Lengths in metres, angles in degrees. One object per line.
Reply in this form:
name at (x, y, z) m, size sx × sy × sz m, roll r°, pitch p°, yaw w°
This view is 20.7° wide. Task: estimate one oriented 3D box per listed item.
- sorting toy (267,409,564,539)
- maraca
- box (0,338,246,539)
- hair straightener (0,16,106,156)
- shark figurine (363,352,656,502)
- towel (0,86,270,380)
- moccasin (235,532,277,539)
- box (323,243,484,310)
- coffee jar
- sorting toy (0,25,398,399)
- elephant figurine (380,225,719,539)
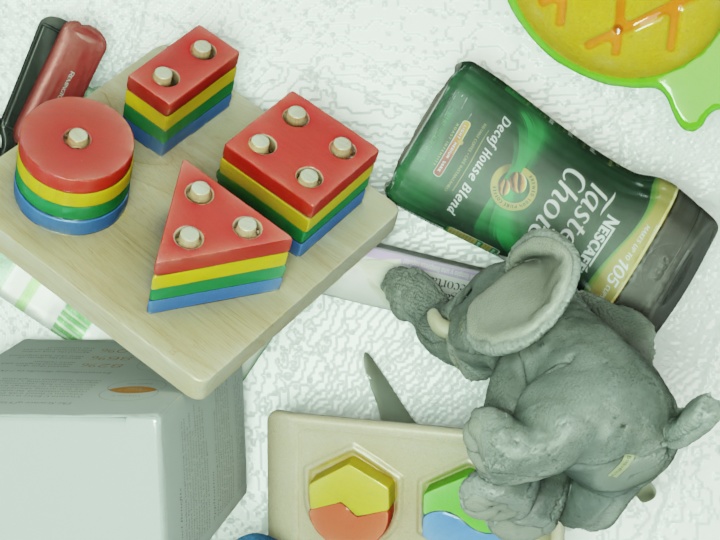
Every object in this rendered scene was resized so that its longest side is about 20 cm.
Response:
sorting toy at (0.030, 0.186, 1.238) m, size 0.199 × 0.036 × 0.186 m, roll 6°, pitch 106°, yaw 19°
maraca at (0.180, -0.176, 1.236) m, size 0.200 × 0.107 × 0.137 m, roll 35°, pitch 100°, yaw 1°
box at (-0.165, 0.113, 1.198) m, size 0.151 × 0.200 × 0.107 m, roll 0°, pitch 101°, yaw 11°
hair straightener at (-0.228, -0.071, 1.282) m, size 0.041 × 0.077 × 0.201 m, roll 19°, pitch 92°, yaw -36°
shark figurine at (0.115, 0.092, 1.276) m, size 0.213 × 0.128 × 0.090 m, roll -5°, pitch 58°, yaw 27°
towel at (-0.141, -0.008, 1.296) m, size 0.200 × 0.023 × 0.153 m, roll 34°, pitch 93°, yaw 1°
moccasin at (-0.011, 0.246, 1.215) m, size 0.200 × 0.080 × 0.068 m, roll 40°, pitch 97°, yaw 16°
box at (0.000, 0.000, 1.264) m, size 0.199 × 0.041 × 0.039 m, roll 13°, pitch 97°, yaw -9°
coffee jar at (0.123, -0.041, 1.253) m, size 0.199 × 0.085 × 0.105 m, roll 31°, pitch 93°, yaw 1°
sorting toy at (-0.106, -0.053, 1.191) m, size 0.200 × 0.070 × 0.199 m, roll 36°, pitch 50°, yaw 16°
elephant figurine at (0.103, 0.043, 1.148) m, size 0.154 × 0.142 × 0.201 m, roll -3°, pitch 54°, yaw -7°
